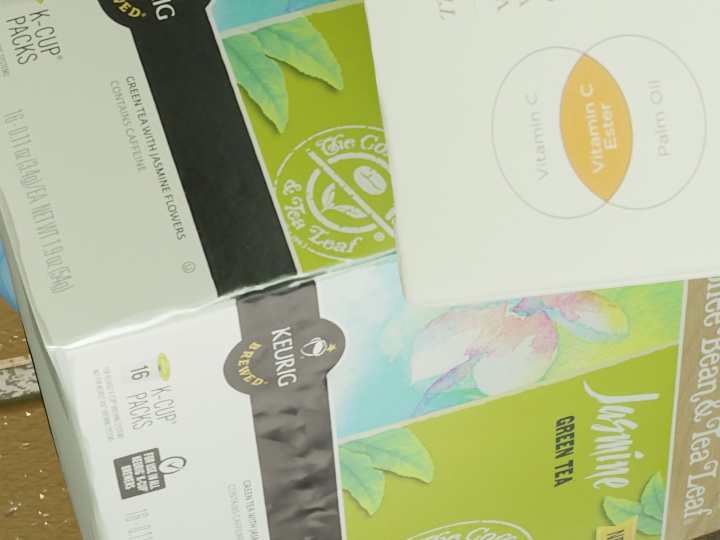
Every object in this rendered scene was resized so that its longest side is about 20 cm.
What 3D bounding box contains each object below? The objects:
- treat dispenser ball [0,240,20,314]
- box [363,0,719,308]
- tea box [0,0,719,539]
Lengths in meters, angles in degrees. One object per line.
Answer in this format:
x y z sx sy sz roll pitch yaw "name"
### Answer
-0.072 -0.060 1.163 0.199 0.202 0.201 -9 -177 0 "treat dispenser ball"
0.104 -0.082 0.590 0.199 0.154 0.106 -6 -175 38 "box"
0.000 0.000 0.833 0.195 0.134 0.201 -17 146 -8 "tea box"
